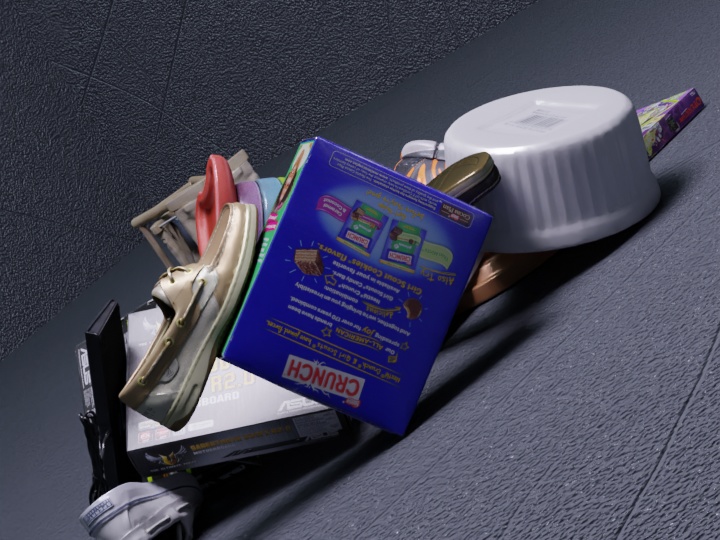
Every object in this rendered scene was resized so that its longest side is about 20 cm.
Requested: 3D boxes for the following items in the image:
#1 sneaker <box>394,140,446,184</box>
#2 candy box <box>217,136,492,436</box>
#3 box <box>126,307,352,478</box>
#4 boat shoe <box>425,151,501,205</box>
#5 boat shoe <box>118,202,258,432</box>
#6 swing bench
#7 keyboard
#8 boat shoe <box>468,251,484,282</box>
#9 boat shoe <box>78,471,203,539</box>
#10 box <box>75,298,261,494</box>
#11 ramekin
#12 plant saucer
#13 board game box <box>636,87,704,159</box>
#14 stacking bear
[{"bbox_3d":[0.115,-0.072,1.822,0.199,0.078,0.113,0,63,39],"label":"sneaker"},{"bbox_3d":[-0.008,0.014,1.473,0.201,0.168,0.077,-67,10,-5],"label":"candy box"},{"bbox_3d":[-0.111,0.093,1.595,0.199,0.048,0.159,-11,50,7],"label":"box"},{"bbox_3d":[0.061,-0.033,1.585,0.201,0.066,0.072,-37,11,34],"label":"boat shoe"},{"bbox_3d":[-0.140,0.029,1.451,0.074,0.066,0.201,149,142,-69],"label":"boat shoe"},{"bbox_3d":[-0.184,-0.035,2.427,0.130,0.199,0.200,-39,10,-26],"label":"swing bench"},{"bbox_3d":[-0.229,0.140,1.585,0.020,0.201,0.127,-1,25,8],"label":"keyboard"},{"bbox_3d":[0.066,-0.012,1.695,0.073,0.068,0.200,-15,39,50],"label":"boat shoe"},{"bbox_3d":[-0.183,0.226,1.555,0.074,0.065,0.200,-41,-13,14],"label":"boat shoe"},{"bbox_3d":[-0.192,0.129,1.719,0.193,0.201,0.047,-29,-29,31],"label":"box"},{"bbox_3d":[0.171,-0.098,1.631,0.199,0.098,0.201,-12,21,4],"label":"ramekin"},{"bbox_3d":[0.139,-0.020,1.769,0.200,0.032,0.200,-33,9,6],"label":"plant saucer"},{"bbox_3d":[0.264,-0.131,1.893,0.120,0.032,0.200,-46,15,-33],"label":"board game box"},{"bbox_3d":[-0.059,-0.046,1.800,0.199,0.114,0.122,0,-27,-16],"label":"stacking bear"}]
